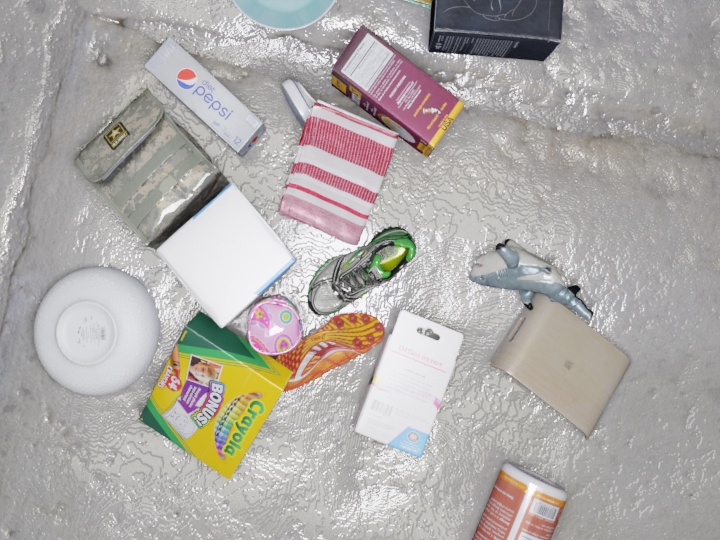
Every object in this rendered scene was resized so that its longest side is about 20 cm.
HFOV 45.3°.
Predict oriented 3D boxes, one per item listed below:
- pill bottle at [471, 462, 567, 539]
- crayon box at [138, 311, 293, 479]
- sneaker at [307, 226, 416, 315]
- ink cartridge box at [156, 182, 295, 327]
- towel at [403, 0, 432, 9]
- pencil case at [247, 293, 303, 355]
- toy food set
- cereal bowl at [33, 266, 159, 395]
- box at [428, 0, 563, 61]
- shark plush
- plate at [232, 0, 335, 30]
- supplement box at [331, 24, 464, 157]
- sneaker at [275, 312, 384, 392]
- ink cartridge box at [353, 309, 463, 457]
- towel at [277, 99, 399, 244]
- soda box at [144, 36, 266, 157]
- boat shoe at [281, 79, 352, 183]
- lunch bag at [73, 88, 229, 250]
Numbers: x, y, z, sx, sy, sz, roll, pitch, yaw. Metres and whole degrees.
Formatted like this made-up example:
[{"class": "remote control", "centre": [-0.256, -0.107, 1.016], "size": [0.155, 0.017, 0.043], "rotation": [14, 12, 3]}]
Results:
[{"class": "pill bottle", "centre": [0.236, 0.414, 1.343], "size": [0.110, 0.112, 0.203], "rotation": [24, 88, -2]}, {"class": "crayon box", "centre": [-0.221, 0.192, 1.312], "size": [0.171, 0.058, 0.202], "rotation": [33, 118, 1]}, {"class": "sneaker", "centre": [0.000, 0.000, 1.350], "size": [0.199, 0.085, 0.079], "rotation": [-37, 102, -2]}, {"class": "ink cartridge box", "centre": [-0.191, -0.021, 1.290], "size": [0.147, 0.200, 0.145], "rotation": [-42, 93, -3]}, {"class": "towel", "centre": [0.137, -0.494, 1.402], "size": [0.196, 0.022, 0.150], "rotation": [16, 88, -1]}, {"class": "pencil case", "centre": [-0.128, 0.078, 1.291], "size": [0.085, 0.200, 0.090], "rotation": [0, 89, -5]}, {"class": "toy food set", "centre": [0.323, 0.152, 1.385], "size": [0.199, 0.060, 0.145], "rotation": [37, 76, -3]}, {"class": "cereal bowl", "centre": [-0.415, 0.094, 1.339], "size": [0.195, 0.083, 0.205], "rotation": [0, 88, -1]}, {"class": "box", "centre": [0.209, -0.443, 1.330], "size": [0.192, 0.124, 0.205], "rotation": [5, 89, 1]}, {"class": "shark plush", "centre": [0.275, 0.022, 1.369], "size": [0.197, 0.091, 0.085], "rotation": [26, 105, 3]}, {"class": "plate", "centre": [-0.123, -0.485, 1.389], "size": [0.195, 0.026, 0.205], "rotation": [0, 90, -2]}, {"class": "supplement box", "centre": [0.055, -0.276, 1.349], "size": [0.199, 0.110, 0.086], "rotation": [37, 88, -1]}, {"class": "sneaker", "centre": [-0.053, 0.125, 1.366], "size": [0.197, 0.077, 0.074], "rotation": [-22, 70, -17]}, {"class": "ink cartridge box", "centre": [0.076, 0.175, 1.363], "size": [0.113, 0.068, 0.204], "rotation": [21, 89, -2]}, {"class": "towel", "centre": [-0.037, -0.147, 1.336], "size": [0.141, 0.023, 0.203], "rotation": [21, 121, -2]}, {"class": "soda box", "centre": [-0.242, -0.271, 1.358], "size": [0.199, 0.068, 0.064], "rotation": [42, 89, -1]}, {"class": "boat shoe", "centre": [-0.048, -0.226, 1.370], "size": [0.065, 0.074, 0.201], "rotation": [-37, 101, -6]}, {"class": "lunch bag", "centre": [-0.328, -0.161, 1.332], "size": [0.164, 0.118, 0.200], "rotation": [-44, 85, -2]}]
